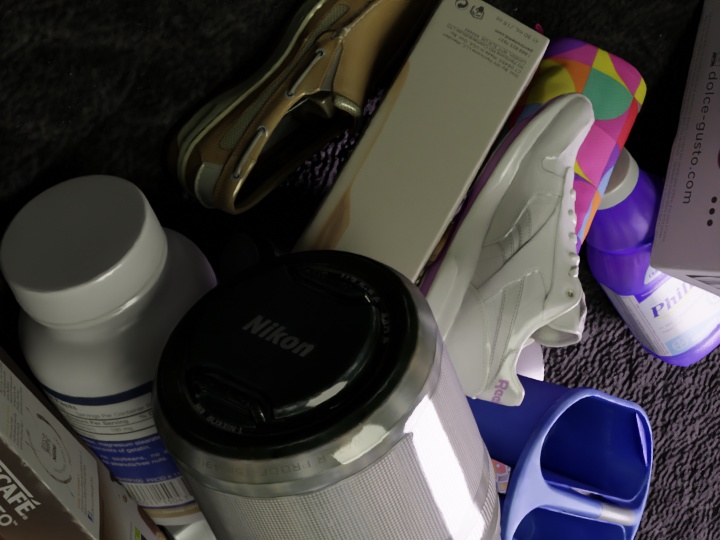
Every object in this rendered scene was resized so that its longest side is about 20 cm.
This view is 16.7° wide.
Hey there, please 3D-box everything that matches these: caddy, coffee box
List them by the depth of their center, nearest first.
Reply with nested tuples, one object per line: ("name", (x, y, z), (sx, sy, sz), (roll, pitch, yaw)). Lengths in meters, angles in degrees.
("coffee box", (-0.198, 0.147, 1.391), (0.113, 0.080, 0.200), (-28, 120, 14))
("caddy", (0.121, 0.140, 1.561), (0.200, 0.105, 0.142), (19, 89, -60))
("coffee box", (0.347, -0.067, 1.664), (0.200, 0.198, 0.200), (22, 77, -47))

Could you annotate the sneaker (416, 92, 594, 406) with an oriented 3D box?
("sneaker", (0.100, -0.010, 1.455), (0.200, 0.099, 0.075), (-61, 178, -15))

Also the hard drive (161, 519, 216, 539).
("hard drive", (-0.021, 0.134, 1.530), (0.200, 0.027, 0.132), (-36, 139, -12))

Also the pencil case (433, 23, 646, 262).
("pencil case", (0.109, -0.052, 1.547), (0.088, 0.088, 0.200), (49, 56, -47))

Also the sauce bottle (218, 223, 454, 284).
("sauce bottle", (0.000, 0.000, 1.546), (0.200, 0.066, 0.066), (-1, 117, -40))

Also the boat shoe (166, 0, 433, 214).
("boat shoe", (-0.019, -0.105, 1.449), (0.200, 0.076, 0.072), (-47, 136, -8))

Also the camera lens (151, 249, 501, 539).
("camera lens", (-0.015, 0.100, 1.357), (0.160, 0.160, 0.200), (-38, 136, -15))

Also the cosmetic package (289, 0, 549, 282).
("cosmetic package", (0.029, -0.058, 1.456), (0.200, 0.071, 0.105), (-60, 178, -22))

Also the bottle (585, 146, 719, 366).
("bottle", (0.201, -0.014, 1.711), (0.084, 0.065, 0.200), (-45, 137, -7))

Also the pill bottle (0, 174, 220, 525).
("pill bottle", (-0.129, 0.044, 1.421), (0.120, 0.120, 0.200), (-39, 136, -15))

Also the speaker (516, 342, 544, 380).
("speaker", (0.022, 0.072, 1.602), (0.200, 0.081, 0.081), (-10, 123, -37))

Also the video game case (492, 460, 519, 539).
("video game case", (0.057, 0.177, 1.639), (0.182, 0.200, 0.023), (-12, 164, -36))
